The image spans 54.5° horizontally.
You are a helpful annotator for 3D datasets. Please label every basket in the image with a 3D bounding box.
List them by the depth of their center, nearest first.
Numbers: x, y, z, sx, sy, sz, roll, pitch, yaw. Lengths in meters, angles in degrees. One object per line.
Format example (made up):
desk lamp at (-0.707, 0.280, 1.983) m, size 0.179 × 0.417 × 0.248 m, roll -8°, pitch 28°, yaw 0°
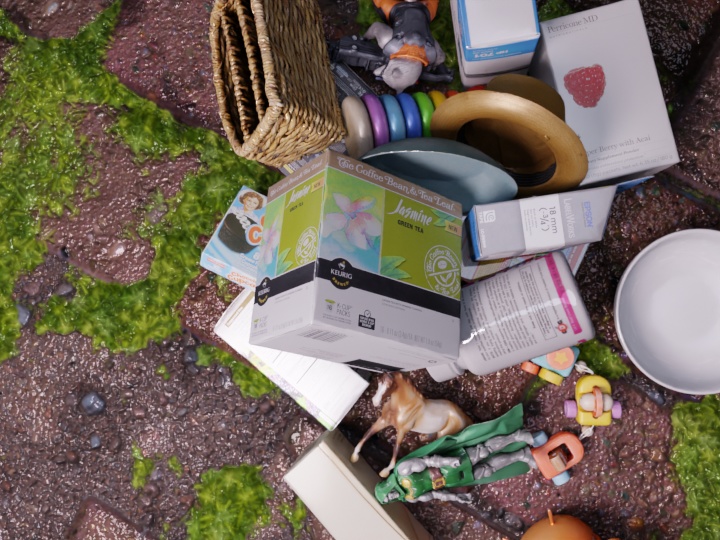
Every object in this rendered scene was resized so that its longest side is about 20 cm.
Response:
basket at (-0.125, -0.235, 0.824) m, size 0.143 × 0.149 × 0.200 m, roll -16°, pitch 80°, yaw 28°

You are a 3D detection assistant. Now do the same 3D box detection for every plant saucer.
plant saucer at (0.083, -0.116, 0.817) m, size 0.201 × 0.201 × 0.039 m, roll 7°, pitch 78°, yaw 5°

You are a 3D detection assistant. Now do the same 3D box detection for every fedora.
fedora at (0.178, -0.164, 0.805) m, size 0.200 × 0.201 × 0.082 m, roll 23°, pitch 74°, yaw 5°

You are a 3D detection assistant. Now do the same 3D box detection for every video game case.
video game case at (0.190, -0.039, 0.918) m, size 0.200 × 0.017 × 0.143 m, roll 25°, pitch 91°, yaw 5°

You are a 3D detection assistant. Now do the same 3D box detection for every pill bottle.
pill bottle at (0.172, 0.061, 0.859) m, size 0.200 × 0.113 × 0.114 m, roll -22°, pitch 87°, yaw 16°

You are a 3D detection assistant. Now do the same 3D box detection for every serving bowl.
serving bowl at (0.412, 0.049, 0.873) m, size 0.200 × 0.066 × 0.201 m, roll 0°, pitch 89°, yaw 5°

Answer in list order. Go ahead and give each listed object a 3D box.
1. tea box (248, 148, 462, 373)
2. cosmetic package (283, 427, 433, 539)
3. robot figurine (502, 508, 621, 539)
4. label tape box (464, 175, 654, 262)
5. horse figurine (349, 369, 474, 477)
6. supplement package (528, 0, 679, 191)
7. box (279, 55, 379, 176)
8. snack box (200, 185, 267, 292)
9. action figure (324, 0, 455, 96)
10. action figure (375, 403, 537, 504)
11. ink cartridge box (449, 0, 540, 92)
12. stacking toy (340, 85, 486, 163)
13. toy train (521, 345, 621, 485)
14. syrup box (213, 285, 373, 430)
tea box at (0.000, 0.000, 0.797) m, size 0.200 × 0.134 × 0.197 m, roll 16°, pitch 66°, yaw -33°
cosmetic package at (0.000, 0.302, 0.885) m, size 0.073 × 0.104 × 0.200 m, roll -43°, pitch 87°, yaw 4°
robot figurine at (0.268, 0.386, 0.854) m, size 0.117 × 0.144 × 0.200 m, roll -41°, pitch 86°, yaw -19°
label tape box at (0.231, -0.056, 0.833) m, size 0.200 × 0.144 × 0.063 m, roll -9°, pitch 88°, yaw 5°
horse figurine at (0.080, 0.202, 0.879) m, size 0.200 × 0.050 × 0.133 m, roll 21°, pitch 97°, yaw -25°
supplement package at (0.290, -0.205, 0.861) m, size 0.121 × 0.120 × 0.200 m, roll -14°, pitch 87°, yaw 5°
box at (-0.028, -0.167, 0.925) m, size 0.200 × 0.049 × 0.161 m, roll 44°, pitch 90°, yaw 4°
snack box at (-0.087, -0.015, 0.890) m, size 0.200 × 0.037 × 0.116 m, roll 26°, pitch 58°, yaw -4°
action figure at (0.033, -0.314, 0.884) m, size 0.200 × 0.105 × 0.194 m, roll 1°, pitch 71°, yaw -13°
action figure at (0.113, 0.242, 0.850) m, size 0.200 × 0.055 × 0.118 m, roll -17°, pitch 117°, yaw -3°
ink cartridge box at (0.155, -0.308, 0.836) m, size 0.086 × 0.200 × 0.147 m, roll -8°, pitch 88°, yaw 6°
stacking toy at (0.080, -0.190, 0.862) m, size 0.200 × 0.085 × 0.086 m, roll -14°, pitch 88°, yaw -11°
toy train at (0.247, 0.167, 0.890) m, size 0.150 × 0.056 × 0.200 m, roll -27°, pitch 87°, yaw 4°
syrup box at (-0.084, 0.108, 0.908) m, size 0.200 × 0.079 × 0.081 m, roll 39°, pitch 93°, yaw 5°
